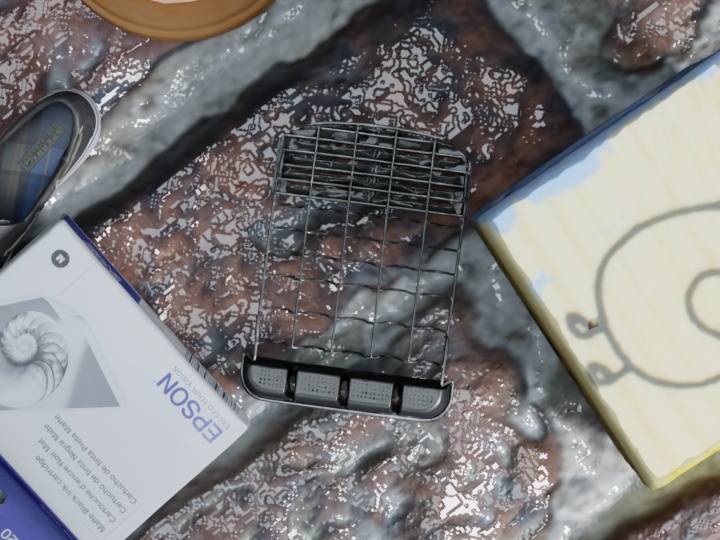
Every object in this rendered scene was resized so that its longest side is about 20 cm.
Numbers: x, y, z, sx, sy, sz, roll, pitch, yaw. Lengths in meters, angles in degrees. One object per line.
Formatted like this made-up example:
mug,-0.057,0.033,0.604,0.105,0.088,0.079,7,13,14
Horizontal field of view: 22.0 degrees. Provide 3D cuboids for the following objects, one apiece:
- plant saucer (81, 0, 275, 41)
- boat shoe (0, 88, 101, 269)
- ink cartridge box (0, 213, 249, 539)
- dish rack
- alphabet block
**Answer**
plant saucer,-0.129,-0.262,1.284,0.198,0.037,0.202,0,92,2
boat shoe,-0.254,-0.043,1.281,0.070,0.066,0.200,43,93,0
ink cartridge box,-0.214,0.099,1.285,0.200,0.041,0.200,-42,98,4
dish rack,0.000,0.000,1.280,0.152,0.055,0.202,7,90,1
alphabet block,0.202,-0.003,1.201,0.195,0.196,0.201,-35,90,5
